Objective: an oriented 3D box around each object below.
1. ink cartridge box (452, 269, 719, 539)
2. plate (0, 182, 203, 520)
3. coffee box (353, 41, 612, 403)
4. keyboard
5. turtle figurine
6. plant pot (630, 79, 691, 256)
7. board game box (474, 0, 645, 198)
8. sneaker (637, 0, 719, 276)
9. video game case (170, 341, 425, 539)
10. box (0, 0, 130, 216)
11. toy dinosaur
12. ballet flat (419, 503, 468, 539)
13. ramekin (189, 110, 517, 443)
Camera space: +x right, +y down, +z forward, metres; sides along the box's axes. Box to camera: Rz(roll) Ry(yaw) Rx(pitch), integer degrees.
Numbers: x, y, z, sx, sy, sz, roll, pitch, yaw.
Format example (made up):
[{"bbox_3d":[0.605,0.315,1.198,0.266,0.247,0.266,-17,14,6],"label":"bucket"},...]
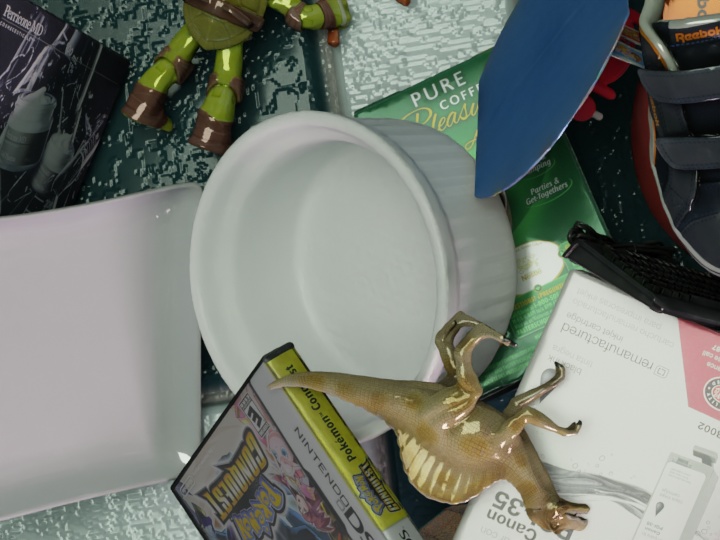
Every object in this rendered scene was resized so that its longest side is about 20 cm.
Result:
[{"bbox_3d":[0.150,0.118,1.497,0.146,0.083,0.201,24,93,8],"label":"ink cartridge box"},{"bbox_3d":[-0.190,0.050,1.578,0.032,0.198,0.201,29,124,51],"label":"plate"},{"bbox_3d":[0.089,-0.033,1.608,0.122,0.044,0.201,-26,79,7],"label":"coffee box"},{"bbox_3d":[0.183,0.004,1.510,0.127,0.199,0.021,32,101,36],"label":"keyboard"},{"bbox_3d":[-0.080,-0.157,1.645,0.199,0.064,0.162,21,96,1],"label":"turtle figurine"},{"bbox_3d":[0.248,-0.100,1.515,0.199,0.177,0.202,-2,83,12],"label":"plant pot"},{"bbox_3d":[0.126,-0.123,1.511,0.039,0.201,0.158,27,125,-16],"label":"board game box"},{"bbox_3d":[0.190,-0.096,1.397,0.078,0.079,0.202,-10,83,10],"label":"sneaker"},{"bbox_3d":[-0.032,0.162,1.547,0.025,0.200,0.181,-27,76,-32],"label":"video game case"},{"bbox_3d":[-0.255,-0.086,1.603,0.104,0.200,0.183,20,88,19],"label":"box"},{"bbox_3d":[0.050,0.077,1.438,0.199,0.058,0.102,28,90,5],"label":"toy dinosaur"},{"bbox_3d":[0.083,0.241,1.562,0.067,0.068,0.201,-16,68,-32],"label":"ballet flat"},{"bbox_3d":[0.000,0.000,1.561,0.199,0.097,0.202,7,101,37],"label":"ramekin"}]
